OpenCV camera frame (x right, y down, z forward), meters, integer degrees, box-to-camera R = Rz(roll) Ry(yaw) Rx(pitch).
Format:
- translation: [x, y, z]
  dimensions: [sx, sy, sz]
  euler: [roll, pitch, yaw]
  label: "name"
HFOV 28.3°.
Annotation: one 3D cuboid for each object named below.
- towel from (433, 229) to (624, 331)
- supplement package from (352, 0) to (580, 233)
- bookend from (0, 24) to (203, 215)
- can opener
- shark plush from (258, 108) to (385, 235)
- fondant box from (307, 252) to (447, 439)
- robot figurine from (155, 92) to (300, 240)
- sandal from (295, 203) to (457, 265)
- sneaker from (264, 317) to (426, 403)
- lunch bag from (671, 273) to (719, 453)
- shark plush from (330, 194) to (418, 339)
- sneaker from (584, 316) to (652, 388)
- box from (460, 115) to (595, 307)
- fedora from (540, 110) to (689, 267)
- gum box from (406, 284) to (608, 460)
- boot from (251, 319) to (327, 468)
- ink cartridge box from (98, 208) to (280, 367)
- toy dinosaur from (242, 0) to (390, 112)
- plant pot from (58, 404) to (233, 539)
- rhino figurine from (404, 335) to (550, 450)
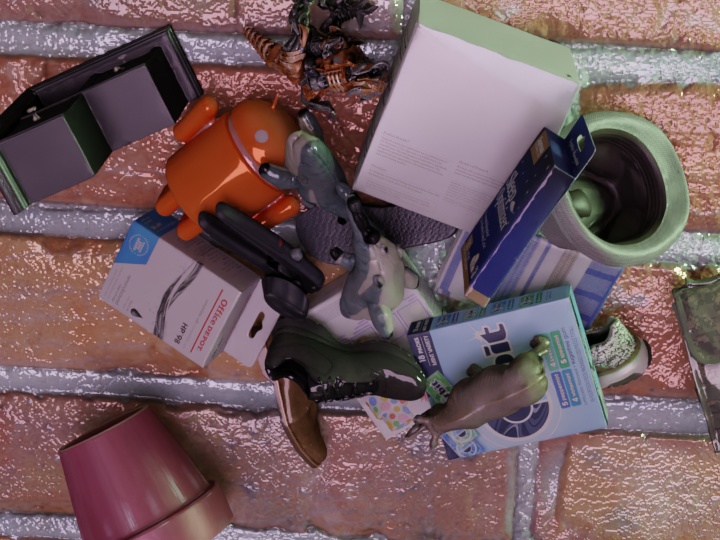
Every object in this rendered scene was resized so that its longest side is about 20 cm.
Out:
- translation: [0.196, 0.006, 1.693]
  dimensions: [0.198, 0.024, 0.147]
  euler: [18, 139, -3]
  label: "towel"
- translation: [0.115, -0.169, 1.585]
  dimensions: [0.190, 0.147, 0.201]
  euler: [20, 113, -5]
  label: "supplement package"
- translation: [-0.297, -0.171, 1.592]
  dimensions: [0.197, 0.200, 0.093]
  euler: [-21, 111, 14]
  label: "bookend"
- translation: [-0.109, -0.020, 1.643]
  dimensions: [0.063, 0.079, 0.200]
  euler: [-27, 135, 18]
  label: "can opener"
- translation: [-0.035, -0.084, 1.593]
  dimensions: [0.091, 0.083, 0.201]
  euler: [-46, 133, -21]
  label: "shark plush"
- translation: [0.039, 0.088, 1.752]
  dimensions: [0.144, 0.058, 0.201]
  euler: [-30, 106, 16]
  label: "fondant box"
- translation: [-0.146, -0.119, 1.646]
  dimensions: [0.199, 0.116, 0.145]
  euler: [-35, 69, 17]
  label: "robot figurine"
- translation: [0.022, -0.049, 1.694]
  dimensions: [0.198, 0.043, 0.077]
  euler: [-4, 95, 12]
  label: "sandal"
- translation: [-0.021, 0.124, 1.684]
  dimensions: [0.198, 0.091, 0.076]
  euler: [14, 132, 11]
  label: "sneaker"
- translation: [0.467, 0.090, 1.687]
  dimensions: [0.163, 0.118, 0.202]
  euler: [-16, 105, 12]
  label: "lunch bag"
- translation: [0.000, 0.000, 1.605]
  dimensions: [0.083, 0.091, 0.200]
  euler: [16, 156, 21]
  label: "shark plush"
- translation: [0.245, 0.108, 1.723]
  dimensions: [0.199, 0.077, 0.089]
  euler: [-26, 121, 15]
  label: "sneaker"
- translation: [0.169, -0.070, 1.480]
  dimensions: [0.032, 0.121, 0.201]
  euler: [30, 111, -11]
  label: "box"
- translation: [0.268, -0.083, 1.615]
  dimensions: [0.090, 0.199, 0.178]
  euler: [-24, 89, 55]
  label: "fedora"
- translation: [0.174, 0.122, 1.687]
  dimensions: [0.198, 0.045, 0.171]
  euler: [-15, 108, 16]
  label: "gum box"
- translation: [-0.069, 0.153, 1.785]
  dimensions: [0.075, 0.074, 0.202]
  euler: [-17, 108, 5]
  label: "boot"
- translation: [-0.201, 0.031, 1.715]
  dimensions: [0.199, 0.067, 0.116]
  euler: [33, 112, 8]
  label: "ink cartridge box"
- translation: [-0.052, -0.248, 1.570]
  dimensions: [0.198, 0.102, 0.137]
  euler: [19, 91, 13]
  label: "toy dinosaur"
- translation: [-0.284, 0.277, 1.799]
  dimensions: [0.199, 0.200, 0.180]
  euler: [-25, 93, 15]
  label: "plant pot"
- translation: [0.132, 0.148, 1.633]
  dimensions: [0.199, 0.088, 0.060]
  euler: [-29, 103, 20]
  label: "rhino figurine"
